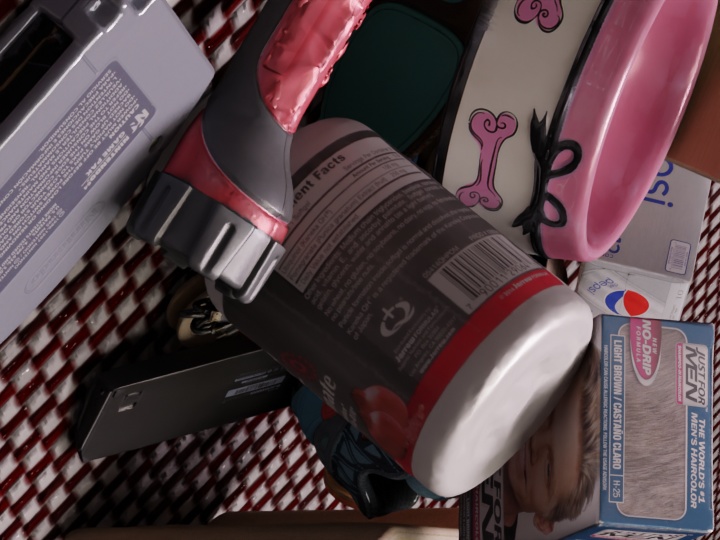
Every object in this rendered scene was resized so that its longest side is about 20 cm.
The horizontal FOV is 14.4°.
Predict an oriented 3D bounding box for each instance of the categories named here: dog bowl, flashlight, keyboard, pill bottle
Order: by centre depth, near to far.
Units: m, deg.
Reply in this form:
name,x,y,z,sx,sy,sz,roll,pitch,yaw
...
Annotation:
name,x,y,z,sx,sy,sz,roll,pitch,yaw
flashlight,-0.024,-0.086,1.228,0.201,0.068,0.068,-58,-168,-3
pill bottle,-0.001,0.001,1.295,0.111,0.200,0.111,-42,158,-21
dog bowl,0.109,-0.093,1.364,0.201,0.073,0.201,-57,160,-33
keyboard,-0.049,0.038,1.437,0.199,0.021,0.127,-15,152,-34

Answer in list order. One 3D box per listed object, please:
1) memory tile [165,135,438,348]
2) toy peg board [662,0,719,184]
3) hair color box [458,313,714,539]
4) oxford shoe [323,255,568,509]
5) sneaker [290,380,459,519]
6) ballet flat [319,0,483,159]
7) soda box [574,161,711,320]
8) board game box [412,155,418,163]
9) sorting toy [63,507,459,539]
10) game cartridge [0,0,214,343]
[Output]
name,x,y,z,sx,sy,sz,roll,pitch,yaw
memory tile,0.000,0.000,1.466,0.199,0.017,0.153,-31,151,-5
toy peg board,0.223,-0.135,1.478,0.098,0.198,0.201,26,89,-59
hair color box,0.106,0.091,1.373,0.200,0.060,0.101,140,-46,-68
oxford shoe,0.045,0.050,1.576,0.200,0.071,0.073,-48,152,-32
sneaker,0.041,0.063,1.416,0.079,0.096,0.200,-16,163,-29
ballet flat,0.042,-0.131,1.360,0.065,0.070,0.201,-38,161,-56
soda box,0.172,-0.062,1.641,0.068,0.063,0.201,97,7,-56
board game box,0.038,-0.029,1.567,0.153,0.040,0.201,-39,157,-30
sorting toy,-0.039,0.152,1.540,0.200,0.184,0.037,5,83,-69
game cartridge,-0.145,-0.032,1.167,0.200,0.041,0.133,-49,157,-5
